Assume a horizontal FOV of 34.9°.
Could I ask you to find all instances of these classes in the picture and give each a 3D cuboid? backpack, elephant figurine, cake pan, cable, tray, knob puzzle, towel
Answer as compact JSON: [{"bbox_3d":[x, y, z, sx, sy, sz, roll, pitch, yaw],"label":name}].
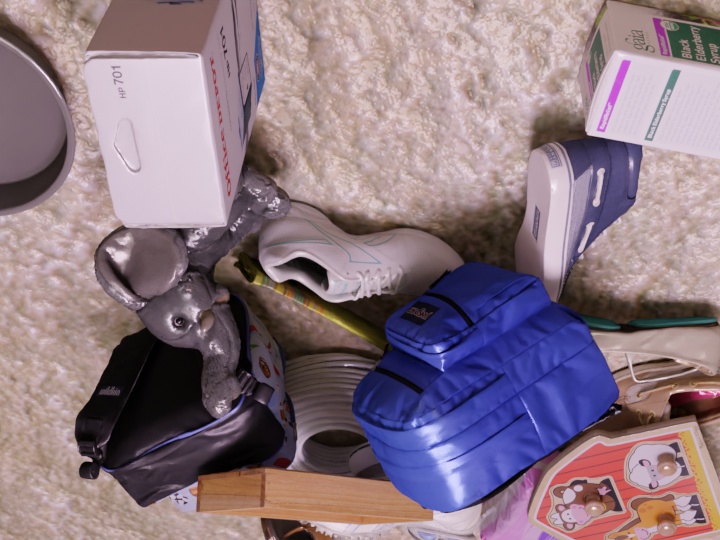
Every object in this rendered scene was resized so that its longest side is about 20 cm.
[{"bbox_3d":[0.090,0.100,1.008,0.199,0.162,0.168,-36,105,-15],"label":"backpack"},{"bbox_3d":[-0.156,-0.003,0.977,0.141,0.155,0.201,28,85,-37],"label":"elephant figurine"},{"bbox_3d":[-0.341,-0.136,0.986,0.198,0.037,0.201,2,131,2],"label":"cake pan"},{"bbox_3d":[-0.149,0.119,1.092,0.199,0.191,0.154,-21,132,13],"label":"backpack"},{"bbox_3d":[-0.023,0.176,1.208,0.198,0.070,0.201,3,131,2],"label":"cable"},{"bbox_3d":[-0.038,0.205,1.032,0.199,0.037,0.098,16,158,-40],"label":"tray"},{"bbox_3d":[0.267,0.239,1.170,0.218,0.031,0.221,2,129,3],"label":"knob puzzle"},{"bbox_3d":[-0.027,0.043,1.087,0.199,0.086,0.018,30,96,-21],"label":"towel"}]

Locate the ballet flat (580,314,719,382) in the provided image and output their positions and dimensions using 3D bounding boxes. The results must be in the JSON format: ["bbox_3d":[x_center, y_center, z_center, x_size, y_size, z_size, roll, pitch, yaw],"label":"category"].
[{"bbox_3d":[0.249,0.074,1.094,0.198,0.070,0.070,3,131,3],"label":"ballet flat"}]

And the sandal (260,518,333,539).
[{"bbox_3d":[-0.044,0.329,1.339,0.054,0.082,0.200,-39,118,12],"label":"sandal"}]

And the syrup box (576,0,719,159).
[{"bbox_3d":[0.279,-0.144,0.905,0.198,0.079,0.082,11,131,-4],"label":"syrup box"}]

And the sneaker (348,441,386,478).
[{"bbox_3d":[0.069,0.144,1.127,0.199,0.071,0.073,-19,157,-26],"label":"sneaker"}]

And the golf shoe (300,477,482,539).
[{"bbox_3d":[0.029,0.224,1.167,0.198,0.078,0.098,8,111,-8],"label":"golf shoe"}]

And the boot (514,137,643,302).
[{"bbox_3d":[0.194,-0.036,1.014,0.090,0.073,0.201,-13,143,-10],"label":"boot"}]

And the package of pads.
[{"bbox_3d":[0.242,0.273,1.268,0.199,0.076,0.121,20,132,-12],"label":"package of pads"}]

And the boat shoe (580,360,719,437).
[{"bbox_3d":[0.306,0.136,1.149,0.199,0.069,0.074,-26,124,24],"label":"boat shoe"}]

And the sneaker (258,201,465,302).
[{"bbox_3d":[0.000,0.000,1.051,0.199,0.081,0.071,11,129,-7],"label":"sneaker"}]

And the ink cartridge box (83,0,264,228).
[{"bbox_3d":[-0.130,-0.149,0.851,0.085,0.201,0.147,1,131,4],"label":"ink cartridge box"}]
